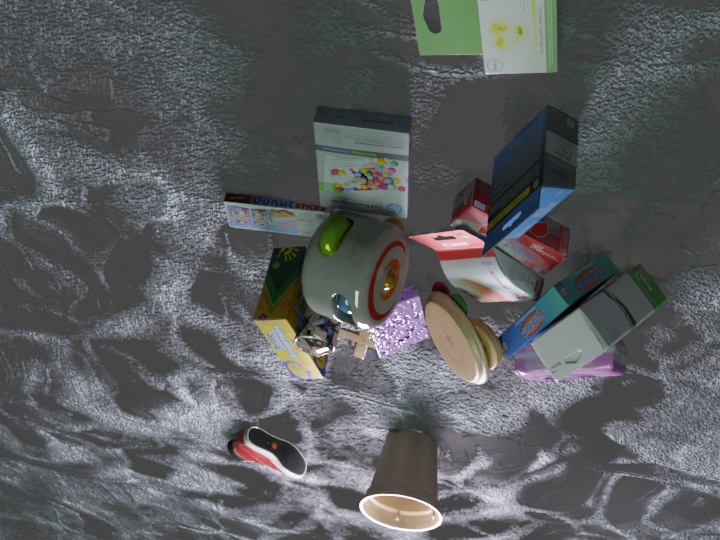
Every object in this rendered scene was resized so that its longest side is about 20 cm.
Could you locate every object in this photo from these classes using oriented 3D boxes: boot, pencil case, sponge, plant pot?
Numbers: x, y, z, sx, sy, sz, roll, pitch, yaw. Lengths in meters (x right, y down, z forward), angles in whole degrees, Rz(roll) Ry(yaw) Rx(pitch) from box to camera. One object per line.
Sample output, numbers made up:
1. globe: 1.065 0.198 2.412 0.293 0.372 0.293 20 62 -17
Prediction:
1. boot: -0.245 0.485 2.497 0.199 0.073 0.144 36 139 -16
2. pencil case: -0.061 0.051 1.753 0.076 0.203 0.090 12 158 6
3. sponge: 0.069 0.100 1.843 0.110 0.030 0.201 -22 152 -1
4. plant pot: 0.110 0.493 2.295 0.197 0.186 0.202 9 144 6

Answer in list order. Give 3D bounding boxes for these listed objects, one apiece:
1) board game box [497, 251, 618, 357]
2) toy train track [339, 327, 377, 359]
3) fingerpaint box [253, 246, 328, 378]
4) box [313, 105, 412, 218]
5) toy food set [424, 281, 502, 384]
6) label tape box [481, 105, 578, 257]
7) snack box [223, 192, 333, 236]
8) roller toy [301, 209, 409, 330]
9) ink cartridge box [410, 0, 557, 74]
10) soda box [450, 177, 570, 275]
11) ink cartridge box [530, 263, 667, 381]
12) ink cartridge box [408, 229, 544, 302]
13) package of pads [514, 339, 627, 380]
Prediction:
1. board game box: 0.342 0.062 1.681 0.045 0.151 0.201 52 144 13
2. toy train track: 0.017 0.105 1.939 0.113 0.033 0.202 20 138 3
3. fingerpaint box: -0.116 0.083 1.830 0.072 0.169 0.201 -3 141 21
4. box: 0.006 -0.173 1.558 0.153 0.042 0.201 8 145 7
5. toy food set: 0.185 0.119 1.793 0.048 0.199 0.201 -28 157 -17
6. label tape box: 0.251 -0.119 1.414 0.062 0.203 0.144 24 143 -16
7. snack box: -0.144 -0.097 1.718 0.196 0.025 0.072 7 145 8
8. roller toy: 0.000 0.000 1.635 0.138 0.199 0.186 17 105 25
9. ink cartridge box: 0.165 -0.332 1.290 0.196 0.049 0.147 0 143 13
10. soda box: 0.250 -0.072 1.597 0.198 0.064 0.070 26 142 -17
11. ink cartridge box: 0.406 0.089 1.642 0.085 0.199 0.146 55 140 10
12. ink cartridge box: 0.195 -0.004 1.659 0.198 0.051 0.161 26 165 -29
13. package of pads: 0.401 0.166 1.833 0.197 0.077 0.120 -7 164 27
